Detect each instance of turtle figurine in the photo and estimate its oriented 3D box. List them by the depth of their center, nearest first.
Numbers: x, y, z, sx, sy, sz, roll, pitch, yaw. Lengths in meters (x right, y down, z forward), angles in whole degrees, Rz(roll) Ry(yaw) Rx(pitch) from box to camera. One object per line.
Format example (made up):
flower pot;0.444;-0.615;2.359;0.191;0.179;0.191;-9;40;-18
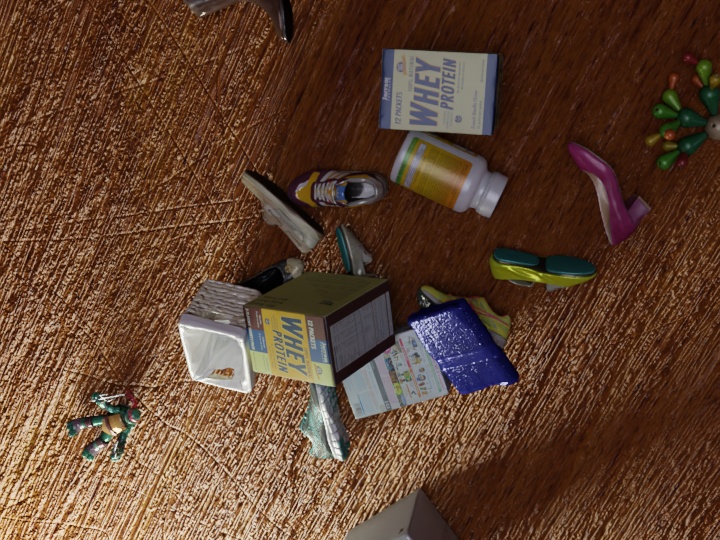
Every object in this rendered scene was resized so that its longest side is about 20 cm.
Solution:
turtle figurine;-0.533;0.332;1.956;0.199;0.100;0.151;-26;81;31

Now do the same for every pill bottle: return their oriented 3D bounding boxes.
pill bottle;0.165;-0.175;1.685;0.199;0.111;0.112;26;107;5

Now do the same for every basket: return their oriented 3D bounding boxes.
basket;-0.263;0.127;1.798;0.135;0.124;0.201;12;141;9

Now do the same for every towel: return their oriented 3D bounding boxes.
towel;0.194;0.140;1.713;0.147;0.050;0.200;-19;116;42

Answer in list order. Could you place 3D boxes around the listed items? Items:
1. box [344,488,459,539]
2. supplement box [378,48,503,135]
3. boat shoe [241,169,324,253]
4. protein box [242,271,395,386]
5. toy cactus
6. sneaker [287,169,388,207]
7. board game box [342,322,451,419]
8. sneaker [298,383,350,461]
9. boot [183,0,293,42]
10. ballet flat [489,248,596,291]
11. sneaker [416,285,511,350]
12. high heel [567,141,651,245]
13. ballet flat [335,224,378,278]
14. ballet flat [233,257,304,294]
box;0.078;0.588;1.832;0.199;0.200;0.172;-35;96;18
supplement box;0.146;-0.318;1.610;0.198;0.200;0.135;5;104;11
boat shoe;-0.163;-0.115;1.791;0.200;0.072;0.065;41;106;-5
protein box;-0.074;0.103;1.711;0.198;0.200;0.136;6;112;36
toy cactus;0.593;-0.264;1.594;0.164;0.102;0.201;16;97;-2
sneaker;-0.050;-0.156;1.746;0.198;0.090;0.076;-5;101;12
board game box;0.063;0.193;1.816;0.199;0.064;0.148;-17;99;16
sneaker;-0.088;0.300;1.869;0.091;0.078;0.201;-11;99;18
boot;-0.235;-0.497;1.720;0.199;0.064;0.188;-12;87;11
ballet flat;0.340;0.004;1.722;0.199;0.067;0.067;9;126;13
sneaker;0.201;0.079;1.760;0.199;0.078;0.091;32;65;5
high heel;0.428;-0.140;1.662;0.200;0.067;0.096;41;97;-13
ballet flat;0.000;0.000;1.796;0.062;0.067;0.201;-15;104;-13
ballet flat;-0.199;0.033;1.832;0.199;0.057;0.067;-29;69;16
